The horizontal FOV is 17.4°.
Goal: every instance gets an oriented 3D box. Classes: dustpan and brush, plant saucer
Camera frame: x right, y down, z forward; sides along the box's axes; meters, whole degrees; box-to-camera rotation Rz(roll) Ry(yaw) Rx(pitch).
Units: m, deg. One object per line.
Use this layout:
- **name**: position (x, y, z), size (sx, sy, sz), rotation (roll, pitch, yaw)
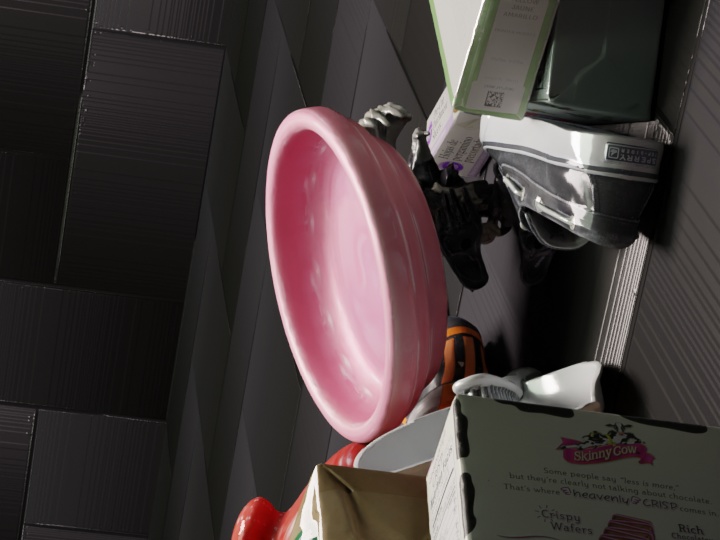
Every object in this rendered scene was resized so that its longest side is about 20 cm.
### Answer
- **dustpan and brush**: position (0.079, 0.075, 1.301), size (0.200, 0.139, 0.058), rotation (21, -130, -71)
- **plant saucer**: position (0.000, 0.000, 1.407), size (0.200, 0.050, 0.202), rotation (168, 90, -70)

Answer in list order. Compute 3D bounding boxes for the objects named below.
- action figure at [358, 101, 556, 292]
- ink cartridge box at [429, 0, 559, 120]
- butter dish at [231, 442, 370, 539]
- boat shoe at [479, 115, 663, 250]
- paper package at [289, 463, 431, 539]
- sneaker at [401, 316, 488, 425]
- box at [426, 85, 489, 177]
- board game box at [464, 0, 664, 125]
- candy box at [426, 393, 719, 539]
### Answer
- **action figure**: position (0.058, -0.054, 1.454), size (0.200, 0.118, 0.103), rotation (-139, 46, -67)
- **ink cartridge box**: position (0.081, -0.203, 1.244), size (0.146, 0.048, 0.201), rotation (-97, 19, -52)
- **butter dish**: position (-0.007, 0.178, 1.403), size (0.199, 0.147, 0.201), rotation (-32, -39, -78)
- **boat shoe**: position (0.110, -0.046, 1.278), size (0.200, 0.071, 0.068), rotation (-154, 73, -72)
- **paper package**: position (0.044, 0.202, 1.109), size (0.104, 0.189, 0.201), rotation (-94, 16, -46)
- **sneaker**: position (0.043, 0.112, 1.560), size (0.113, 0.077, 0.201), rotation (-88, 21, -48)
- **box**: position (0.083, -0.119, 1.549), size (0.200, 0.038, 0.042), rotation (121, 155, -67)
- **board game box**: position (0.116, -0.159, 1.324), size (0.200, 0.064, 0.149), rotation (-166, 84, -79)
- **candy box**: position (0.102, 0.150, 0.971), size (0.201, 0.135, 0.061), rotation (-92, 14, -45)
